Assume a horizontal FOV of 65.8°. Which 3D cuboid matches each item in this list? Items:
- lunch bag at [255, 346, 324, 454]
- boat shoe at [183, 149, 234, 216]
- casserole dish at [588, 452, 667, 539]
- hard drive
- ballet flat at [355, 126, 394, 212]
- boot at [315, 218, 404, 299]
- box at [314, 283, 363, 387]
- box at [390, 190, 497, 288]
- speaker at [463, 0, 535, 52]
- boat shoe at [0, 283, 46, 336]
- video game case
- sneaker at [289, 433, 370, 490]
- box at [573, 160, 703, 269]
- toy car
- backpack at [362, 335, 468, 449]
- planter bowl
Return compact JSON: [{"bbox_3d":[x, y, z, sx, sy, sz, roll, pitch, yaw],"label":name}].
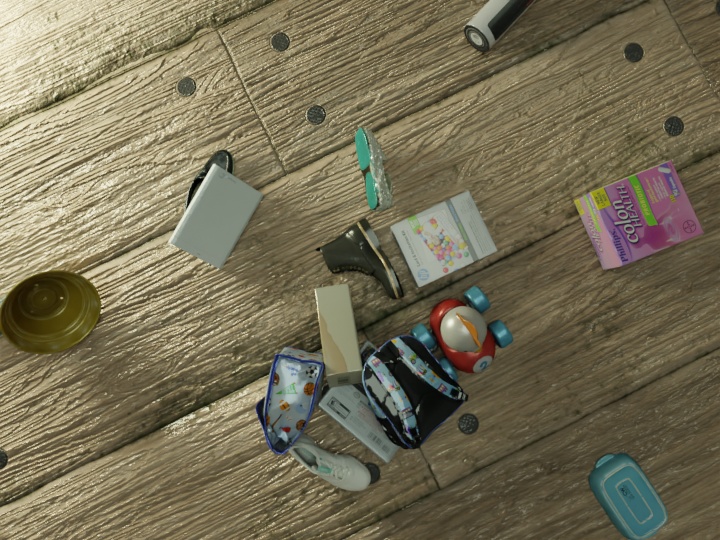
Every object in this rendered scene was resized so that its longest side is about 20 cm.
[{"bbox_3d":[-0.150,0.273,1.187,0.123,0.170,0.201,11,88,0],"label":"lunch bag"},{"bbox_3d":[-0.353,-0.193,1.279,0.074,0.066,0.200,29,86,4],"label":"boat shoe"},{"bbox_3d":[0.596,0.503,1.229,0.121,0.039,0.200,-32,85,-3],"label":"casserole dish"},{"bbox_3d":[-0.324,-0.119,1.262,0.132,0.026,0.200,31,86,-31],"label":"hard drive"},{"bbox_3d":[0.035,-0.232,1.288,0.072,0.072,0.201,-10,87,0],"label":"ballet flat"},{"bbox_3d":[0.000,0.000,1.264,0.138,0.077,0.200,-29,72,2],"label":"boot"},{"bbox_3d":[-0.046,0.140,1.202,0.077,0.095,0.201,-9,61,-2],"label":"box"},{"bbox_3d":[0.189,-0.071,1.278,0.199,0.041,0.156,-24,85,0],"label":"box"},{"bbox_3d":[0.337,-0.611,1.301,0.081,0.081,0.200,43,86,4],"label":"speaker"},{"bbox_3d":[-0.803,0.087,1.262,0.200,0.062,0.073,-38,86,-3],"label":"boat shoe"},{"bbox_3d":[0.035,0.287,1.227,0.200,0.023,0.182,40,70,-1],"label":"video game case"},{"bbox_3d":[-0.071,0.429,1.215,0.200,0.088,0.075,25,85,2],"label":"sneaker"},{"bbox_3d":[0.619,-0.122,1.250,0.199,0.097,0.176,-21,86,-1],"label":"box"},{"bbox_3d":[0.225,0.141,1.180,0.184,0.200,0.177,-33,86,-2],"label":"toy car"},{"bbox_3d":[0.091,0.246,1.168,0.182,0.135,0.200,-39,88,-20],"label":"backpack"},{"bbox_3d":[-0.690,0.077,1.231,0.083,0.200,0.201,31,85,43],"label":"planter bowl"}]
